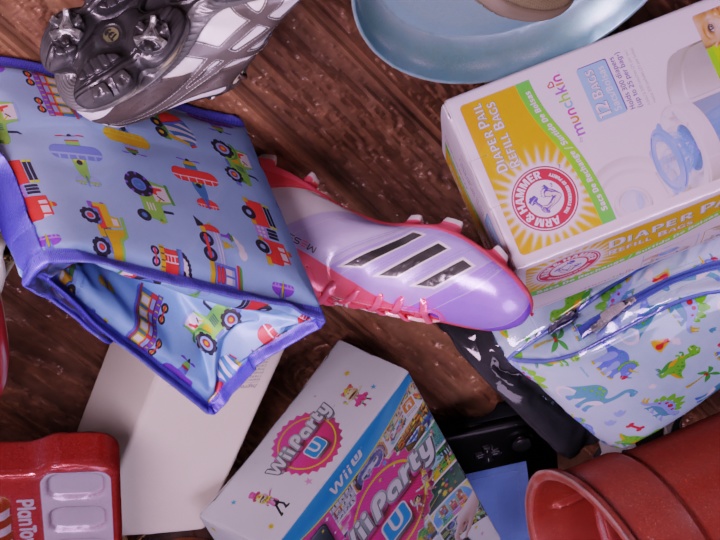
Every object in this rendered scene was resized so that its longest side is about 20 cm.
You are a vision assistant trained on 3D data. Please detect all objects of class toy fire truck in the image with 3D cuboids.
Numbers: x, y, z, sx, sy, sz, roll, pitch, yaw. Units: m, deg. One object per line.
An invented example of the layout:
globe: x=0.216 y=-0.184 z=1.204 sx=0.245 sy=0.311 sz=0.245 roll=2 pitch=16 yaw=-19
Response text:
toy fire truck: x=-0.220 y=0.164 z=1.704 sx=0.167 sy=0.112 sz=0.200 roll=-1 pitch=142 yaw=-3

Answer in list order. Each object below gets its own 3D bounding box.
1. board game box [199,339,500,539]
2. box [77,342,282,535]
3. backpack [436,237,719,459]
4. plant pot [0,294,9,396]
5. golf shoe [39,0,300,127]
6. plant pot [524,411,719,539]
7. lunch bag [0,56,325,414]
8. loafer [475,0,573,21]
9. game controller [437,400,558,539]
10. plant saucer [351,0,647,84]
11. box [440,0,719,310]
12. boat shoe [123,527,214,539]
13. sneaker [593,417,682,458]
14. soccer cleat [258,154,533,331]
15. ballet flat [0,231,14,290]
board game box: x=-0.003 y=0.163 z=1.819 sx=0.148 sy=0.064 sz=0.200 roll=-52 pitch=141 yaw=-19
box: x=-0.109 y=0.072 z=1.721 sx=0.082 sy=0.069 sz=0.200 roll=-1 pitch=138 yaw=-28
backpack: x=0.171 y=0.023 z=1.775 sx=0.200 sy=0.154 sz=0.163 roll=-42 pitch=135 yaw=3
plant pot: x=-0.282 y=0.016 z=1.448 sx=0.182 sy=0.201 sz=0.201 roll=-16 pitch=143 yaw=-16
golf shoe: x=-0.070 y=-0.143 z=1.476 sx=0.200 sy=0.078 sz=0.095 roll=-30 pitch=159 yaw=-3
plant pot: x=0.241 y=0.176 z=1.858 sx=0.195 sy=0.201 sz=0.201 roll=-27 pitch=146 yaw=-17
lunch bag: x=-0.132 y=-0.033 z=1.508 sx=0.094 sy=0.151 sz=0.200 roll=-40 pitch=141 yaw=20
loafer: x=0.059 y=-0.189 z=1.440 sx=0.067 sy=0.076 sz=0.200 roll=-34 pitch=143 yaw=24
game controller: x=0.084 y=0.159 z=1.962 sx=0.104 sy=0.042 sz=0.200 roll=-19 pitch=143 yaw=-7
plant saucer: x=0.085 y=-0.181 z=1.550 sx=0.199 sy=0.027 sz=0.201 roll=-15 pitch=144 yaw=-12
box: x=0.157 y=-0.068 z=1.639 sx=0.199 sy=0.113 sz=0.101 roll=-21 pitch=164 yaw=-3
boat shoe: x=-0.100 y=0.211 z=1.900 sx=0.072 sy=0.068 sz=0.200 roll=-29 pitch=144 yaw=6
sneaker: x=0.196 y=0.127 z=1.953 sx=0.073 sy=0.080 sz=0.200 roll=-16 pitch=141 yaw=-7
soccer cleat: x=0.000 y=0.000 z=1.599 sx=0.077 sy=0.199 sz=0.067 roll=-54 pitch=155 yaw=-27
ballet flat: x=-0.235 y=0.022 z=1.594 sx=0.067 sy=0.062 sz=0.200 roll=1 pitch=137 yaw=-30
